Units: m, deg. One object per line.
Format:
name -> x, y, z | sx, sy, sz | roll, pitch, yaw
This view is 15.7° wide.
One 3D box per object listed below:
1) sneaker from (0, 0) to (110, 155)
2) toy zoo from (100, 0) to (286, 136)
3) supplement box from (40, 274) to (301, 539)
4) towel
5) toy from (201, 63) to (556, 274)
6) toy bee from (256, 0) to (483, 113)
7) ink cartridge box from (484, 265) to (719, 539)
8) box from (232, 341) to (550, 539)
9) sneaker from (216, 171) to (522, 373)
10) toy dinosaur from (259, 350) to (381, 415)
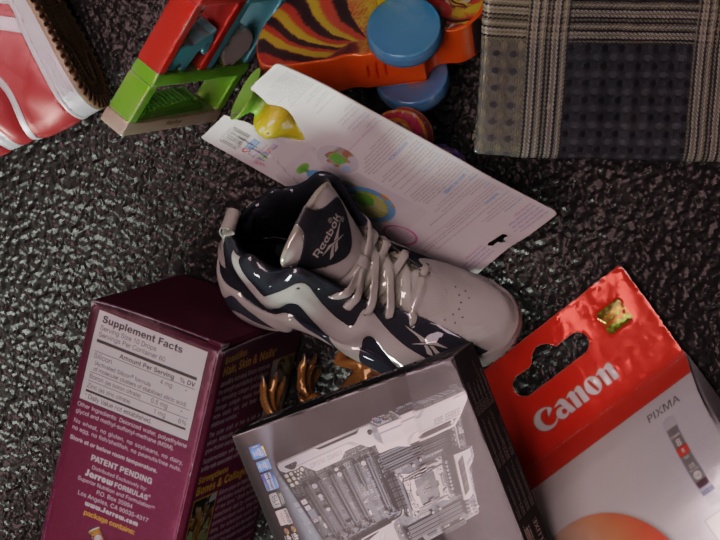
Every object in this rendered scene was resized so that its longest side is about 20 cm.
sneaker -> -0.261, -0.175, 1.765 | 0.112, 0.071, 0.201 | -28, 87, 22
toy zoo -> -0.079, -0.176, 1.649 | 0.020, 0.131, 0.201 | 38, 111, 15
supplement box -> -0.126, 0.118, 1.710 | 0.103, 0.131, 0.202 | 19, 104, 21
towel -> 0.163, -0.161, 1.535 | 0.191, 0.035, 0.202 | 1, 112, -8
toy -> 0.014, -0.072, 1.612 | 0.199, 0.048, 0.115 | 25, 149, -18
toy bee -> 0.039, -0.152, 1.622 | 0.198, 0.109, 0.131 | 13, 148, -9
ink cartridge box -> 0.157, 0.124, 1.628 | 0.162, 0.050, 0.201 | -38, 84, 24
box -> 0.031, 0.164, 1.618 | 0.157, 0.050, 0.201 | -20, 94, 21
sneaker -> 0.000, 0.000, 1.610 | 0.198, 0.130, 0.080 | 19, 71, 15
toy dinosaur -> -0.013, 0.102, 1.677 | 0.106, 0.060, 0.201 | 24, 94, 33
